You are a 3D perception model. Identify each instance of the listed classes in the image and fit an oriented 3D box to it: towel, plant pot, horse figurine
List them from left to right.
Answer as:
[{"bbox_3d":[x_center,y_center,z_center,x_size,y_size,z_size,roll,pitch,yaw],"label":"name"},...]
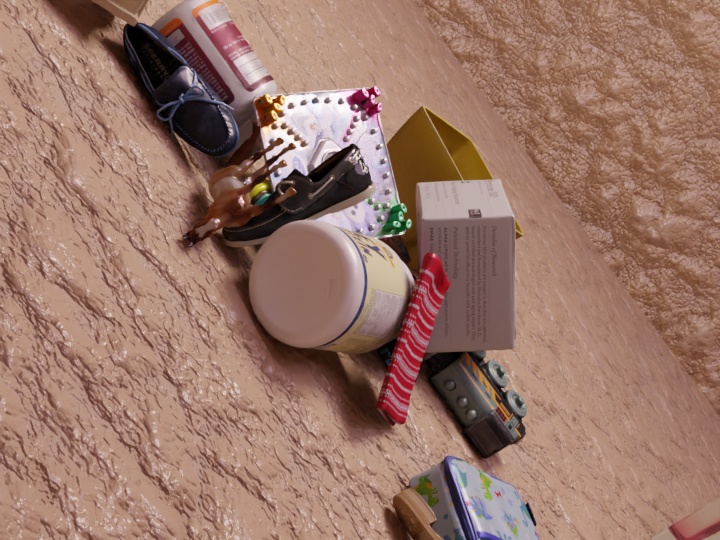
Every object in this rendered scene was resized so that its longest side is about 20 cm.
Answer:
[{"bbox_3d":[-0.136,-0.099,1.546,0.050,0.132,0.200,52,15,-27],"label":"horse figurine"},{"bbox_3d":[0.066,0.087,1.640,0.022,0.201,0.145,16,-12,13],"label":"towel"},{"bbox_3d":[0.111,-0.110,2.129,0.200,0.176,0.201,23,37,-59],"label":"plant pot"}]

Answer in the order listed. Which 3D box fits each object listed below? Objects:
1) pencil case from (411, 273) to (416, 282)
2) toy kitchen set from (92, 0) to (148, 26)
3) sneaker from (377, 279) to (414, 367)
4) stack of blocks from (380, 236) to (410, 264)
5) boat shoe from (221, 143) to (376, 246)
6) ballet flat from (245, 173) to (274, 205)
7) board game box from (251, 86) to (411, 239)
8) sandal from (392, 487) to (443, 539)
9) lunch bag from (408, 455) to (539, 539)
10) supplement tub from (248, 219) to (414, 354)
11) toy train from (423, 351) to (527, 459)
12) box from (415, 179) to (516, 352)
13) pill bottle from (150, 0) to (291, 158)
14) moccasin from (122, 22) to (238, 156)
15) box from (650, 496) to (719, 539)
[{"bbox_3d":[0.000,0.000,1.795,0.200,0.090,0.094,36,61,-51],"label":"pencil case"},{"bbox_3d":[-0.304,-0.424,1.608,0.180,0.164,0.200,30,12,-20],"label":"toy kitchen set"},{"bbox_3d":[0.047,0.070,1.745,0.200,0.073,0.082,66,14,-50],"label":"sneaker"},{"bbox_3d":[-0.017,-0.082,1.936,0.200,0.058,0.116,38,25,-44],"label":"stack of blocks"},{"bbox_3d":[-0.079,-0.087,1.587,0.072,0.199,0.068,33,-34,61],"label":"boat shoe"},{"bbox_3d":[-0.104,-0.089,1.728,0.067,0.067,0.200,40,11,27],"label":"ballet flat"},{"bbox_3d":[-0.032,-0.133,1.701,0.199,0.026,0.201,-11,85,-40],"label":"board game box"},{"bbox_3d":[0.083,0.337,1.470,0.212,0.069,0.078,48,-27,34],"label":"sandal"},{"bbox_3d":[0.150,0.325,1.623,0.200,0.082,0.161,36,29,-45],"label":"lunch bag"},{"bbox_3d":[-0.027,0.024,1.582,0.146,0.145,0.200,61,18,18],"label":"supplement tub"},{"bbox_3d":[0.166,0.176,1.933,0.201,0.085,0.114,55,27,-1],"label":"toy train"},{"bbox_3d":[0.148,-0.010,1.905,0.199,0.130,0.201,-90,178,-72],"label":"box"},{"bbox_3d":[-0.179,-0.244,1.710,0.201,0.114,0.114,55,18,-2],"label":"pill bottle"},{"bbox_3d":[-0.228,-0.216,1.612,0.200,0.080,0.068,46,2,12],"label":"moccasin"},{"bbox_3d":[0.651,0.483,2.446,0.109,0.199,0.128,60,18,15],"label":"box"}]
